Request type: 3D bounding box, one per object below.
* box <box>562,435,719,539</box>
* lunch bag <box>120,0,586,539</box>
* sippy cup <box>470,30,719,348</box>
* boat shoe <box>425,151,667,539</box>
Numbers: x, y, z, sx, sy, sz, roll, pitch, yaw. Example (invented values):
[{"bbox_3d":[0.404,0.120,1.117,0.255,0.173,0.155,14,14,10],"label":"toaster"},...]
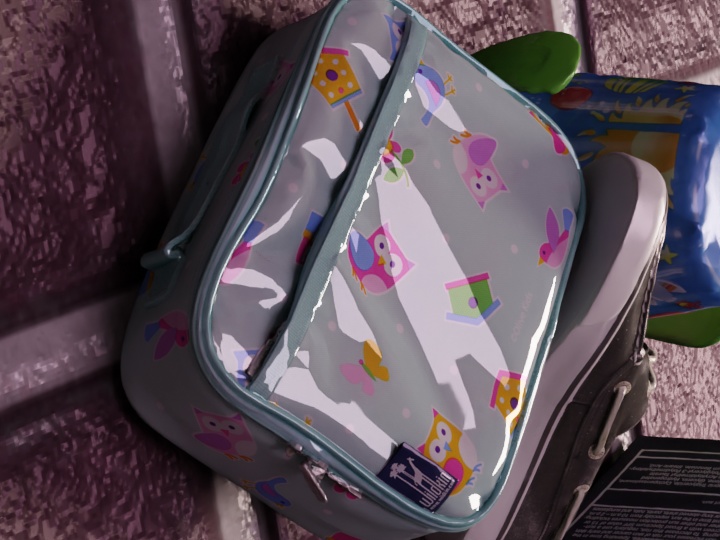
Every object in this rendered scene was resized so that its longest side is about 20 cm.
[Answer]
[{"bbox_3d":[0.183,0.179,0.941,0.198,0.199,0.124,-34,116,-48],"label":"box"},{"bbox_3d":[0.000,0.000,0.773,0.160,0.077,0.201,38,56,-28],"label":"lunch bag"},{"bbox_3d":[0.119,-0.033,0.916,0.177,0.130,0.140,1,88,-53],"label":"sippy cup"},{"bbox_3d":[0.092,0.041,0.862,0.063,0.071,0.201,13,117,-24],"label":"boat shoe"}]
